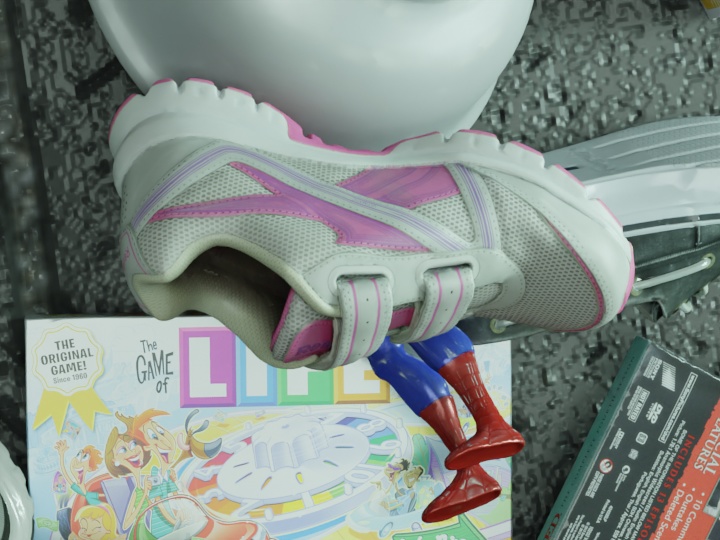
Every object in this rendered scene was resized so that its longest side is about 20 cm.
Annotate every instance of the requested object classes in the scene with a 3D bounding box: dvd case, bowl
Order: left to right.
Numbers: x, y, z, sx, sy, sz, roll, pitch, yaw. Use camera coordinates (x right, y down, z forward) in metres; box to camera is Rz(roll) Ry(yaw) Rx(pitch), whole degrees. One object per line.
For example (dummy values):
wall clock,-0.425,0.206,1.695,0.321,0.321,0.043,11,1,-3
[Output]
bowl,-0.003,-0.138,0.956,0.200,0.090,0.203,11,70,-31
dvd case,0.167,0.134,1.048,0.199,0.022,0.147,26,89,-16

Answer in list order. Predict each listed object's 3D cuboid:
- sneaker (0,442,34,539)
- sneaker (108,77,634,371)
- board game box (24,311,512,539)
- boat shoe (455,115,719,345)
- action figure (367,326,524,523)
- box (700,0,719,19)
sneaker,-0.209,0.046,0.985,0.200,0.079,0.074,44,94,9
sneaker,0.000,0.000,0.914,0.198,0.082,0.089,10,56,-1
board game box,-0.037,0.084,1.035,0.198,0.034,0.136,-1,93,-6
boat shoe,0.115,-0.015,1.027,0.198,0.072,0.072,-10,112,-16
action figure,-0.023,0.006,0.985,0.098,0.065,0.201,-13,60,-23
box,0.211,-0.196,1.013,0.199,0.101,0.113,-28,95,-4
